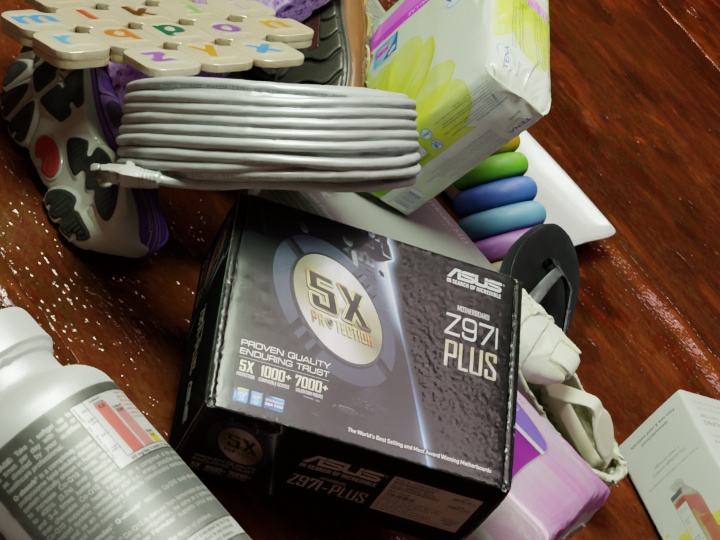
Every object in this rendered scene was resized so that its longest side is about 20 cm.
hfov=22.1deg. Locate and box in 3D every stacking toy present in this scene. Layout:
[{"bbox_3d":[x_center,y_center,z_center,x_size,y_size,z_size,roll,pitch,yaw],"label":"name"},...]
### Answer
[{"bbox_3d":[0.104,-0.085,1.501,0.085,0.085,0.200,-9,85,-56],"label":"stacking toy"}]

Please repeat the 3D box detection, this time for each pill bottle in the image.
[{"bbox_3d":[-0.149,0.122,0.959,0.200,0.116,0.116,48,28,11],"label":"pill bottle"}]

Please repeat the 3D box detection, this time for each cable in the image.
[{"bbox_3d":[-0.060,-0.087,1.200,0.200,0.069,0.200,2,3,11],"label":"cable"}]

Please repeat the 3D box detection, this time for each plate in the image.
[{"bbox_3d":[0.126,-0.085,1.696,0.200,0.032,0.200,49,29,14],"label":"plate"}]

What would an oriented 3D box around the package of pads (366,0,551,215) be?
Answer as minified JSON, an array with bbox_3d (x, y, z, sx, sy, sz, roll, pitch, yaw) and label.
[{"bbox_3d":[0.073,-0.155,1.387,0.068,0.154,0.200,35,38,-26],"label":"package of pads"}]

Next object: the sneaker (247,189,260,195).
[{"bbox_3d":[-0.038,-0.077,1.423,0.200,0.075,0.089,3,59,-64],"label":"sneaker"}]

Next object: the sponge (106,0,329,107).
[{"bbox_3d":[-0.109,-0.199,1.384,0.030,0.200,0.112,40,21,-50],"label":"sponge"}]

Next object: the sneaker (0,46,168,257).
[{"bbox_3d":[-0.188,-0.088,1.279,0.083,0.081,0.200,24,39,-55],"label":"sneaker"}]

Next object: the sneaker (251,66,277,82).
[{"bbox_3d":[-0.079,-0.227,1.439,0.200,0.083,0.072,59,17,21],"label":"sneaker"}]

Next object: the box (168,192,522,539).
[{"bbox_3d":[-0.006,0.063,1.163,0.200,0.086,0.164,18,51,-13],"label":"box"}]

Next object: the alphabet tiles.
[{"bbox_3d":[-0.136,-0.162,1.252,0.200,0.015,0.196,-10,28,-35],"label":"alphabet tiles"}]

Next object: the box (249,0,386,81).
[{"bbox_3d":[-0.050,-0.191,1.542,0.128,0.109,0.200,8,43,-48],"label":"box"}]

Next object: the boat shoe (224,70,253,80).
[{"bbox_3d":[-0.116,-0.144,1.451,0.200,0.069,0.057,-113,178,-49],"label":"boat shoe"}]

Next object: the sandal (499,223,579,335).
[{"bbox_3d":[0.131,0.050,1.405,0.076,0.043,0.200,42,54,-28],"label":"sandal"}]

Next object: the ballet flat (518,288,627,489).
[{"bbox_3d":[0.144,0.084,1.354,0.200,0.072,0.072,60,19,-26],"label":"ballet flat"}]

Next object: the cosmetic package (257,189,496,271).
[{"bbox_3d":[0.000,0.000,1.358,0.200,0.090,0.107,-7,50,-52],"label":"cosmetic package"}]

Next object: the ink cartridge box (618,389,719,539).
[{"bbox_3d":[0.313,0.206,1.462,0.145,0.083,0.200,17,36,-38],"label":"ink cartridge box"}]

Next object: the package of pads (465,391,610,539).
[{"bbox_3d":[0.070,0.122,1.280,0.200,0.076,0.120,47,29,10],"label":"package of pads"}]

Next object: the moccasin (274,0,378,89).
[{"bbox_3d":[-0.024,-0.151,1.370,0.078,0.074,0.201,47,30,-46],"label":"moccasin"}]
